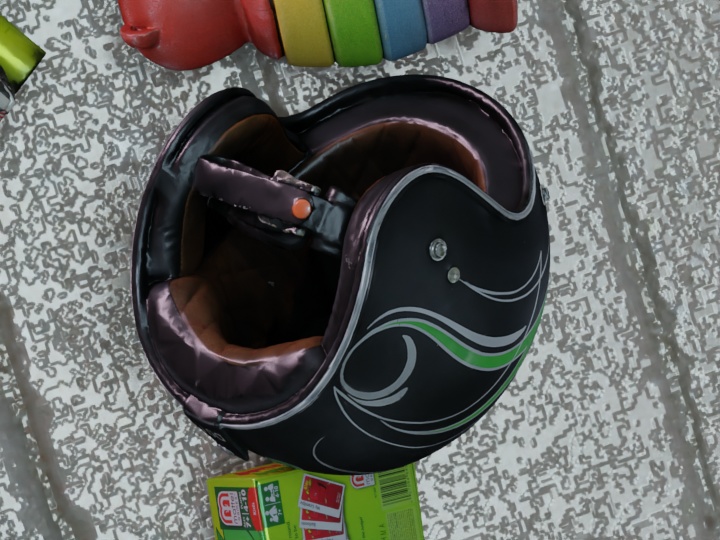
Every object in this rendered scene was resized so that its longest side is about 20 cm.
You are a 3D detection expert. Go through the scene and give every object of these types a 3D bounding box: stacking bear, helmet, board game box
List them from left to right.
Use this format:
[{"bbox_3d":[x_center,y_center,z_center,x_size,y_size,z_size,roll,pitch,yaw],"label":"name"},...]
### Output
[{"bbox_3d":[-0.027,-0.155,1.219,0.198,0.122,0.114,-12,125,1],"label":"stacking bear"},{"bbox_3d":[-0.011,0.196,1.232,0.101,0.047,0.202,-10,92,-36],"label":"board game box"},{"bbox_3d":[0.000,0.000,1.181,0.190,0.199,0.202,3,86,-54],"label":"helmet"}]

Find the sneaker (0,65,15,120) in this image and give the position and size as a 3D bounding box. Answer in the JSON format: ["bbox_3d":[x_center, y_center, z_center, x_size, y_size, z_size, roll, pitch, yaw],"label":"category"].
[{"bbox_3d":[-0.263,-0.112,1.163,0.199,0.077,0.085,27,98,-4],"label":"sneaker"}]

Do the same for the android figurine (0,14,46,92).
[{"bbox_3d":[-0.263,-0.137,1.210,0.200,0.041,0.183,37,85,-8],"label":"android figurine"}]
